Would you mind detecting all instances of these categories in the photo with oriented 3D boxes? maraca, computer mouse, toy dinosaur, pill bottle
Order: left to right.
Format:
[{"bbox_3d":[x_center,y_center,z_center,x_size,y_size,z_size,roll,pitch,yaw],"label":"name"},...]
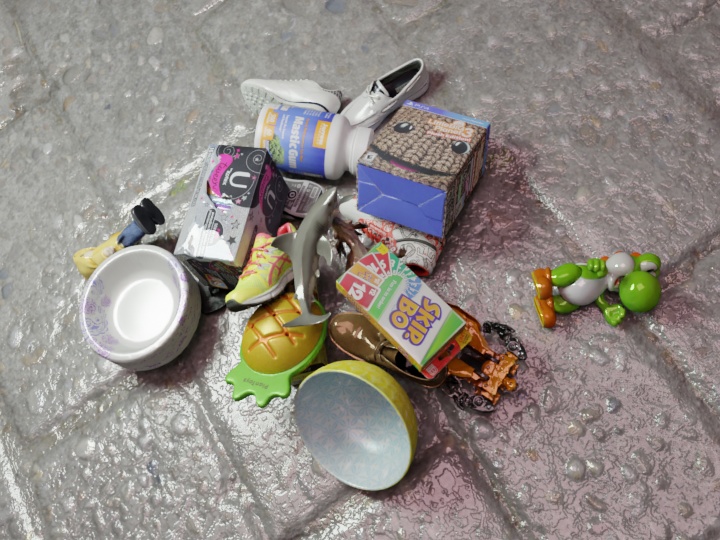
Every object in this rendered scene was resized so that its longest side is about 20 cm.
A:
[{"bbox_3d":[-0.125,0.117,1.106,0.134,0.108,0.202,7,50,27],"label":"maraca"},{"bbox_3d":[-0.144,-0.129,1.308,0.196,0.044,0.111,17,69,24],"label":"computer mouse"},{"bbox_3d":[-0.078,-0.222,1.284,0.195,0.112,0.115,10,71,8],"label":"pill bottle"},{"bbox_3d":[0.000,0.000,1.184,0.084,0.204,0.135,-20,38,-29],"label":"toy dinosaur"}]

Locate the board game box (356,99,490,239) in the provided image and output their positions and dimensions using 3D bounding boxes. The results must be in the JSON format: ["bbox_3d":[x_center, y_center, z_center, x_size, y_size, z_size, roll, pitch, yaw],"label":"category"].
[{"bbox_3d":[0.104,-0.169,1.193,0.156,0.098,0.201,19,47,18],"label":"board game box"}]

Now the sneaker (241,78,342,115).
[{"bbox_3d":[-0.131,-0.323,1.370,0.196,0.077,0.082,20,63,14],"label":"sneaker"}]

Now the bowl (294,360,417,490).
[{"bbox_3d":[0.009,0.212,1.092,0.197,0.204,0.107,24,33,20],"label":"bowl"}]

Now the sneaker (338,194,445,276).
[{"bbox_3d":[0.041,-0.054,1.222,0.197,0.067,0.110,15,70,15],"label":"sneaker"}]

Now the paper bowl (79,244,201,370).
[{"bbox_3d":[-0.366,0.068,1.247,0.195,0.105,0.206,-5,68,11],"label":"paper bowl"}]

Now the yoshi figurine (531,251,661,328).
[{"bbox_3d":[0.365,0.030,1.102,0.195,0.112,0.115,-15,82,4],"label":"yoshi figurine"}]

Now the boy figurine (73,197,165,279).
[{"bbox_3d":[-0.436,-0.051,1.312,0.198,0.065,0.125,-30,19,27],"label":"boy figurine"}]

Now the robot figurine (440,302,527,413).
[{"bbox_3d":[0.158,0.128,1.130,0.198,0.058,0.146,33,80,23],"label":"robot figurine"}]

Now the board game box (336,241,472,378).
[{"bbox_3d":[0.063,0.056,1.058,0.095,0.030,0.200,-40,71,-17],"label":"board game box"}]

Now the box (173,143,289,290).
[{"bbox_3d":[-0.206,-0.086,1.205,0.112,0.133,0.205,6,68,16],"label":"box"}]

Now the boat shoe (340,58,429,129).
[{"bbox_3d":[0.035,-0.318,1.325,0.198,0.066,0.074,-37,66,-3],"label":"boat shoe"}]

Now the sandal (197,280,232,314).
[{"bbox_3d":[-0.224,-0.015,1.277,0.075,0.048,0.202,35,81,23],"label":"sandal"}]

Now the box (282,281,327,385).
[{"bbox_3d":[-0.103,0.080,1.212,0.073,0.050,0.205,-14,68,7],"label":"box"}]

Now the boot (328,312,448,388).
[{"bbox_3d":[0.037,0.113,1.085,0.196,0.075,0.075,23,88,15],"label":"boot"}]

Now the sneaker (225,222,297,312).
[{"bbox_3d":[-0.150,-0.008,1.134,0.077,0.200,0.092,-16,108,37],"label":"sneaker"}]

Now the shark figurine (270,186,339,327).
[{"bbox_3d":[-0.094,-0.012,1.095,0.088,0.128,0.220,15,74,-21],"label":"shark figurine"}]
